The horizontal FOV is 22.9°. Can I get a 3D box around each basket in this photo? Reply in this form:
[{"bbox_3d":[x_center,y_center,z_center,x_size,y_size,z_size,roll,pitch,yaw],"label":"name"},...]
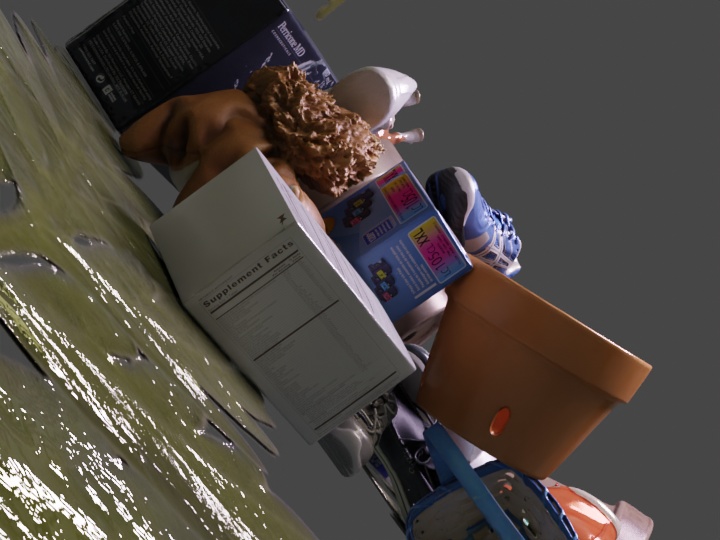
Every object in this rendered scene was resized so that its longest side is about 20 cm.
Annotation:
[{"bbox_3d":[0.118,0.242,1.586,0.177,0.138,0.200,55,-6,32],"label":"basket"}]

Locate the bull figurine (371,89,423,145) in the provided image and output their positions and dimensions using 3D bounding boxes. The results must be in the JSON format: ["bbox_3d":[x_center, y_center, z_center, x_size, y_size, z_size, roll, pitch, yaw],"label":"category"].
[{"bbox_3d":[-0.003,-0.131,1.806,0.200,0.120,0.066,-38,-112,54],"label":"bull figurine"}]

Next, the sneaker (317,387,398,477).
[{"bbox_3d":[-0.006,0.117,1.544,0.075,0.082,0.200,54,3,-9],"label":"sneaker"}]

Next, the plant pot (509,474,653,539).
[{"bbox_3d":[0.181,0.292,1.854,0.174,0.201,0.200,37,1,6],"label":"plant pot"}]

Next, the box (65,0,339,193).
[{"bbox_3d":[-0.146,-0.194,1.724,0.124,0.196,0.200,55,3,25],"label":"box"}]

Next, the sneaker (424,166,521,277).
[{"bbox_3d":[0.110,-0.042,1.703,0.200,0.076,0.076,75,-4,-62],"label":"sneaker"}]

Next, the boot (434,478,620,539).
[{"bbox_3d":[0.160,0.242,1.752,0.199,0.076,0.107,25,37,16],"label":"boot"}]

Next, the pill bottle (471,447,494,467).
[{"bbox_3d":[0.162,0.295,1.992,0.201,0.114,0.114,54,3,-8],"label":"pill bottle"}]

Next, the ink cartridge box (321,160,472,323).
[{"bbox_3d":[-0.012,0.004,1.582,0.077,0.199,0.137,53,3,-24],"label":"ink cartridge box"}]

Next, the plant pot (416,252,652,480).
[{"bbox_3d":[0.142,0.093,1.593,0.199,0.141,0.200,31,3,-2],"label":"plant pot"}]

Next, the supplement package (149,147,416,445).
[{"bbox_3d":[-0.061,0.022,1.416,0.200,0.113,0.110,52,5,-41],"label":"supplement package"}]

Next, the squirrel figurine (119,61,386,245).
[{"bbox_3d":[-0.077,-0.087,1.553,0.186,0.199,0.142,39,-17,48],"label":"squirrel figurine"}]

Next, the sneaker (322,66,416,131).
[{"bbox_3d":[-0.035,-0.138,1.677,0.088,0.198,0.076,-22,95,-61],"label":"sneaker"}]

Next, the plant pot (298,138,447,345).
[{"bbox_3d":[0.000,0.000,1.738,0.174,0.199,0.200,53,2,11],"label":"plant pot"}]

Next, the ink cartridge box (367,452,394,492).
[{"bbox_3d":[0.007,0.148,1.820,0.200,0.040,0.201,50,6,-43],"label":"ink cartridge box"}]

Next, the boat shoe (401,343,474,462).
[{"bbox_3d":[0.075,0.127,1.750,0.072,0.062,0.201,22,-29,34],"label":"boat shoe"}]

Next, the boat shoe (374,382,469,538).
[{"bbox_3d":[0.053,0.168,1.682,0.202,0.062,0.075,67,30,-16],"label":"boat shoe"}]
